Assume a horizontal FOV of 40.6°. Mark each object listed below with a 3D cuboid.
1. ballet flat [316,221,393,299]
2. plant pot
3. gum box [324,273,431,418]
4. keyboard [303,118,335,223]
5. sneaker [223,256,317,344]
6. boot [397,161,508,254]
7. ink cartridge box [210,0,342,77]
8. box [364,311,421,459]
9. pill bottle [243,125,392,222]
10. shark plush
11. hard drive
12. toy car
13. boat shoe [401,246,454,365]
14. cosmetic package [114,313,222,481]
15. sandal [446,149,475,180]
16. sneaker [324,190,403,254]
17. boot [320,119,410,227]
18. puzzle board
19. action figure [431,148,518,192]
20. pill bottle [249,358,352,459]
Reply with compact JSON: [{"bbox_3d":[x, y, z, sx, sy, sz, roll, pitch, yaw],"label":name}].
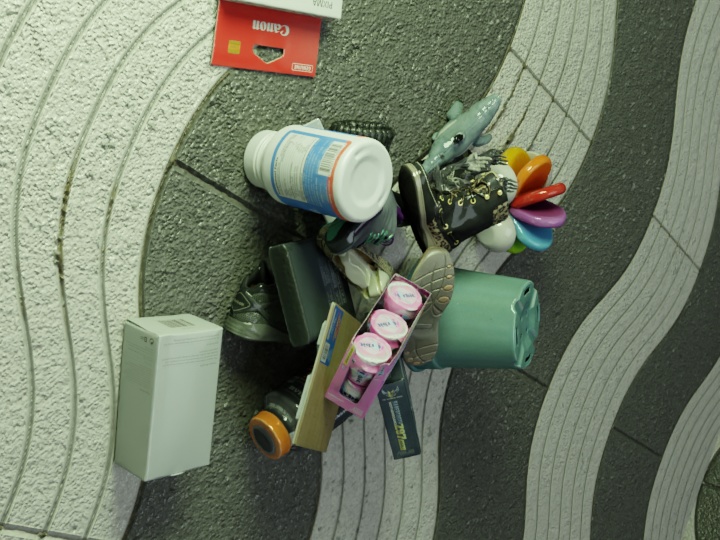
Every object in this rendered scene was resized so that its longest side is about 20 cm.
[{"bbox_3d":[0.000,0.000,1.451,0.068,0.076,0.200,-32,144,12],"label":"ballet flat"},{"bbox_3d":[0.192,0.083,1.658,0.200,0.194,0.202,-14,106,-62],"label":"plant pot"},{"bbox_3d":[0.025,0.109,1.403,0.200,0.066,0.114,-54,171,-52],"label":"gum box"},{"bbox_3d":[-0.044,-0.122,1.436,0.056,0.011,0.201,-28,111,-5],"label":"keyboard"},{"bbox_3d":[-0.104,0.046,1.434,0.198,0.076,0.115,9,103,-45],"label":"sneaker"},{"bbox_3d":[0.145,-0.111,1.499,0.150,0.073,0.201,-27,133,-7],"label":"boot"},{"bbox_3d":[-0.107,-0.357,1.316,0.199,0.044,0.178,-6,106,-48],"label":"ink cartridge box"},{"bbox_3d":[0.051,0.181,1.586,0.051,0.201,0.159,-14,122,2],"label":"box"},{"bbox_3d":[-0.063,-0.137,1.321,0.112,0.199,0.113,-19,117,-43],"label":"pill bottle"},{"bbox_3d":[0.152,-0.226,1.633,0.199,0.083,0.091,-33,95,-17],"label":"shark plush"},{"bbox_3d":[-0.066,0.023,1.409,0.200,0.033,0.141,-20,96,-71],"label":"hard drive"},{"bbox_3d":[0.311,-0.122,1.798,0.174,0.149,0.202,-21,118,-44],"label":"toy car"},{"bbox_3d":[0.095,0.050,1.537,0.075,0.072,0.202,7,114,-17],"label":"boat shoe"},{"bbox_3d":[-0.256,0.167,1.298,0.112,0.081,0.202,-2,106,-48],"label":"cosmetic package"},{"bbox_3d":[0.152,-0.122,1.693,0.080,0.057,0.202,37,60,-39],"label":"sandal"},{"bbox_3d":[0.018,-0.060,1.378,0.088,0.074,0.200,57,33,-16],"label":"sneaker"},{"bbox_3d":[0.030,-0.150,1.518,0.210,0.079,0.159,-3,105,-48],"label":"boot"},{"bbox_3d":[-0.049,0.156,1.392,0.151,0.017,0.202,45,59,-70],"label":"puzzle board"},{"bbox_3d":[0.187,-0.139,1.617,0.200,0.101,0.120,-33,113,-43],"label":"action figure"},{"bbox_3d":[-0.078,0.207,1.497,0.199,0.106,0.107,-34,126,-38],"label":"pill bottle"}]
